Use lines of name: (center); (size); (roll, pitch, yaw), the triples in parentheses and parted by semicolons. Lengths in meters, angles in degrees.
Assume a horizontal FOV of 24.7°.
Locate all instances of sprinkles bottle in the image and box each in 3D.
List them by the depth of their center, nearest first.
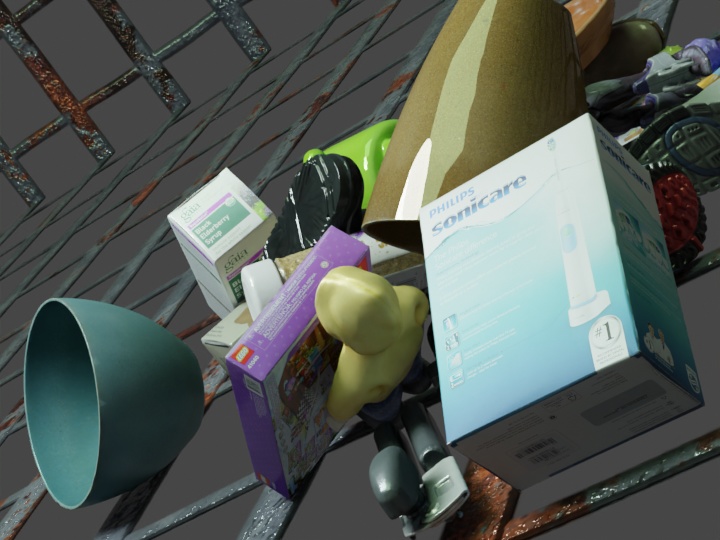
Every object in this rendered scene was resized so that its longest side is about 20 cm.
sprinkles bottle: (0.000, 0.000, 1.409); (0.199, 0.069, 0.068); (-18, 12, -11)

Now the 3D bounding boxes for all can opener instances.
can opener: (0.038, 0.133, 1.157); (0.052, 0.067, 0.200); (-35, 10, 4)

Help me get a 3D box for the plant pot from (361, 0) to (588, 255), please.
plant pot: (0.110, -0.114, 1.311); (0.186, 0.185, 0.202); (-5, 72, 63)

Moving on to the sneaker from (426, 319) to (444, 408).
sneaker: (0.098, 0.042, 1.237); (0.071, 0.083, 0.200); (-28, 17, 31)

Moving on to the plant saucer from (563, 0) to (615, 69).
plant saucer: (0.167, -0.195, 1.578); (0.200, 0.038, 0.200); (-37, 13, 10)

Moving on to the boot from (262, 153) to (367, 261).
boot: (0.011, -0.040, 1.493); (0.161, 0.074, 0.199); (-2, -30, -25)

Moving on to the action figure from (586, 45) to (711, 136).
action figure: (0.201, -0.136, 1.412); (0.199, 0.131, 0.070); (-18, 32, 1)

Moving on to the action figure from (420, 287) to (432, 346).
action figure: (-0.008, 0.062, 1.453); (0.199, 0.070, 0.130); (-29, 4, -23)

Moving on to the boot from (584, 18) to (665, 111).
boot: (0.199, -0.167, 1.608); (0.146, 0.070, 0.200); (-31, -7, -24)

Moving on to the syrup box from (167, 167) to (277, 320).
syrup box: (-0.124, -0.009, 1.685); (0.079, 0.081, 0.200); (-40, -25, -14)

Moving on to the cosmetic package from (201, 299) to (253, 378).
cosmetic package: (-0.052, 0.032, 1.627); (0.200, 0.071, 0.105); (-43, 15, -18)

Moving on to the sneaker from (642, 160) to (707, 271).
sneaker: (0.178, -0.007, 1.212); (0.095, 0.079, 0.200); (-20, 23, 53)

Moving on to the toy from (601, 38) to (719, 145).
toy: (0.284, -0.175, 1.522); (0.199, 0.047, 0.115); (-33, 16, 19)

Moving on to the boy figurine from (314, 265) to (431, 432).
boy figurine: (0.008, 0.061, 1.223); (0.125, 0.064, 0.200); (-57, -21, -14)

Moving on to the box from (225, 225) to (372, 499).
box: (-0.040, 0.076, 1.276); (0.137, 0.039, 0.201); (-51, -23, -25)

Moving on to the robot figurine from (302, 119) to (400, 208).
robot figurine: (0.014, -0.089, 1.748); (0.175, 0.117, 0.199); (-15, -4, -39)

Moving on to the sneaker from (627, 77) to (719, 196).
sneaker: (0.289, -0.116, 1.329); (0.199, 0.075, 0.087); (-33, 2, -9)

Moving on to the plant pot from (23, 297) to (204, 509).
plant pot: (-0.231, 0.123, 1.602); (0.134, 0.202, 0.200); (-4, -4, -32)

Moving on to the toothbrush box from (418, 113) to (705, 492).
toothbrush box: (0.127, 0.020, 1.082); (0.146, 0.085, 0.201); (-30, 46, 26)
